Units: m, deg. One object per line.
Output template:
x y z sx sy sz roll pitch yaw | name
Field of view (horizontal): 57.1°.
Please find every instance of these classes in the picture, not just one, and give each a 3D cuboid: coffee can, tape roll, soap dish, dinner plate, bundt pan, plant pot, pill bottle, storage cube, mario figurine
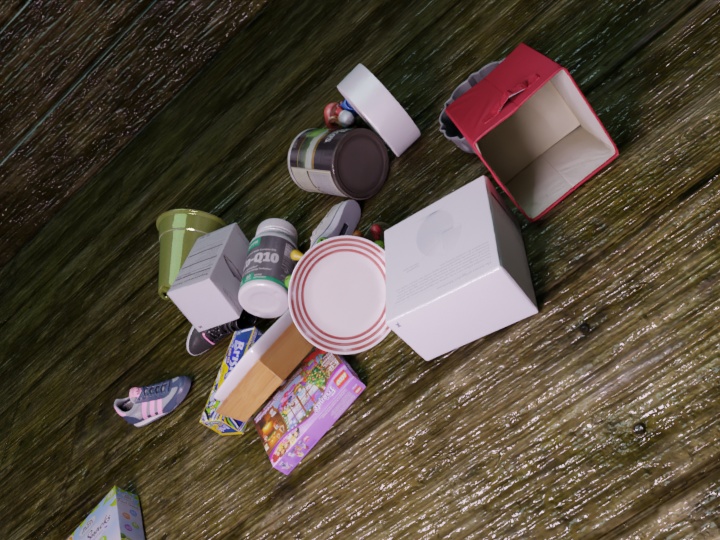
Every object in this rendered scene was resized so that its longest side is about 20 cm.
-0.053 -0.239 1.461 0.199 0.146 0.147 16 69 53 | coffee can
0.039 -0.341 1.411 0.071 0.202 0.203 -42 34 8 | tape roll
-0.161 0.167 1.160 0.200 0.081 0.157 -48 0 42 | soap dish
-0.025 0.042 1.127 0.201 0.200 0.024 -49 11 -2 | dinner plate
0.250 -0.300 1.246 0.200 0.076 0.204 -30 38 26 | bundt pan
-0.427 -0.018 1.653 0.198 0.199 0.193 -18 57 36 | plant pot
-0.192 -0.009 1.419 0.112 0.113 0.202 -26 40 28 | pill bottle
0.265 -0.221 1.054 0.170 0.200 0.181 -39 28 13 | storage cube
-0.011 -0.380 1.599 0.199 0.122 0.108 -29 66 58 | mario figurine

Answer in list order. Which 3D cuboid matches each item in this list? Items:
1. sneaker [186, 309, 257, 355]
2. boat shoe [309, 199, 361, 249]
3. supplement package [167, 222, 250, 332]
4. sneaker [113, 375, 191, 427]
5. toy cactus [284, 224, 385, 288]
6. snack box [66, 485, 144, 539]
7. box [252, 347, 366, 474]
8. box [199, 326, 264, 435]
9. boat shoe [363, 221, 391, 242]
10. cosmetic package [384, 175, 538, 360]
-0.304 0.124 1.449 0.200 0.071 0.099 -43 29 0 | sneaker
-0.069 -0.065 1.378 0.069 0.071 0.202 -5 50 44 | boat shoe
-0.309 0.012 1.429 0.116 0.118 0.201 -18 34 22 | supplement package
-0.463 0.281 1.463 0.199 0.082 0.071 -34 36 20 | sneaker
-0.033 0.017 1.180 0.197 0.167 0.102 -23 5 -1 | toy cactus
-0.486 0.542 1.246 0.169 0.068 0.200 -48 32 1 | snack box
-0.093 0.230 1.140 0.200 0.039 0.137 -48 34 0 | box
-0.238 0.214 1.295 0.069 0.064 0.202 -15 47 39 | box
0.000 -0.001 1.251 0.201 0.072 0.068 -56 1 3 | boat shoe
0.148 -0.001 1.025 0.198 0.123 0.202 -28 38 27 | cosmetic package
